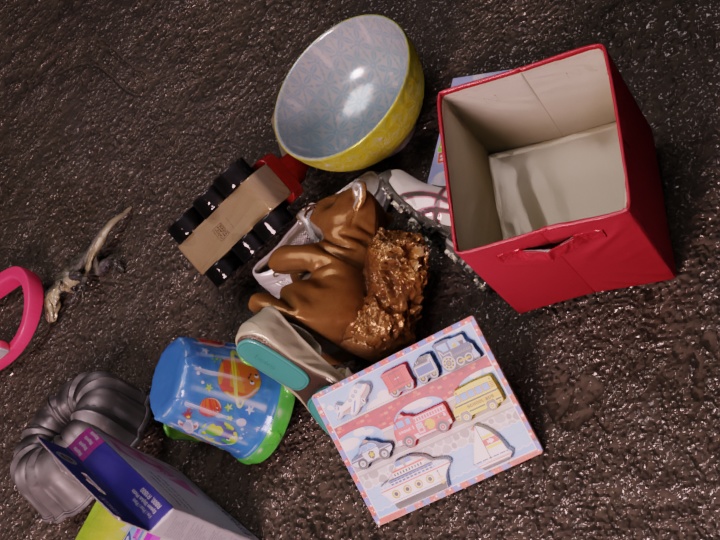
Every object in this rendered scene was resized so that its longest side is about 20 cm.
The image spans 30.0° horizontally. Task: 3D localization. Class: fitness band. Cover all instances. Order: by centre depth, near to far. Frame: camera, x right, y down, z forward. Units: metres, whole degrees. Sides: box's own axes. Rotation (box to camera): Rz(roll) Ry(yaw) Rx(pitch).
[{"bbox_3d":[-0.522,0.075,1.926,0.200,0.037,0.144,-28,49,37],"label":"fitness band"}]

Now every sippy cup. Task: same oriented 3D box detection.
[{"bbox_3d":[-0.159,0.136,1.497,0.178,0.130,0.140,-65,27,13],"label":"sippy cup"}]

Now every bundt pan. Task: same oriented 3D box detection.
[{"bbox_3d":[-0.352,0.205,1.641,0.202,0.076,0.202,-36,28,22],"label":"bundt pan"}]

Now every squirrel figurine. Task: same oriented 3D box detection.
[{"bbox_3d":[0.000,0.000,1.483,0.200,0.142,0.187,8,66,33],"label":"squirrel figurine"}]

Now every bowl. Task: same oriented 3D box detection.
[{"bbox_3d":[0.006,-0.194,1.606,0.200,0.108,0.200,-21,53,30],"label":"bowl"}]

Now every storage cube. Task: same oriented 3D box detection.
[{"bbox_3d":[0.192,-0.083,1.294,0.171,0.180,0.200,-15,63,22],"label":"storage cube"}]

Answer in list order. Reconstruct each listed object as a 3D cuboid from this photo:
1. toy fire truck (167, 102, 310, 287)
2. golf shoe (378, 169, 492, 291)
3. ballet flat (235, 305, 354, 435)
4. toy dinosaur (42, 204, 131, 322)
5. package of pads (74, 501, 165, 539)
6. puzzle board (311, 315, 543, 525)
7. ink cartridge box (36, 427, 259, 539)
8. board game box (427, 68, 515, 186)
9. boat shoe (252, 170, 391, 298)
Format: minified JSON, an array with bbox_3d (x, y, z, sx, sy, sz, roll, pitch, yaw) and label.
[{"bbox_3d":[-0.130,-0.104,1.655,0.176,0.129,0.200,-40,2,43],"label":"toy fire truck"},{"bbox_3d":[0.103,-0.062,1.468,0.088,0.077,0.200,-47,57,-1],"label":"golf shoe"},{"bbox_3d":[-0.044,0.112,1.421,0.069,0.200,0.069,-43,14,14],"label":"ballet flat"},{"bbox_3d":[-0.376,-0.004,1.860,0.200,0.047,0.088,-49,37,0],"label":"toy dinosaur"},{"bbox_3d":[-0.282,0.366,1.531,0.154,0.068,0.200,16,75,44],"label":"package of pads"},{"bbox_3d":[0.063,0.153,1.342,0.200,0.017,0.151,-28,87,24],"label":"puzzle board"},{"bbox_3d":[-0.229,0.241,1.468,0.196,0.200,0.043,30,85,46],"label":"ink cartridge box"},{"bbox_3d":[0.176,-0.154,1.489,0.200,0.037,0.152,-4,63,40],"label":"board game box"},{"bbox_3d":[-0.046,-0.048,1.586,0.200,0.069,0.071,-47,41,6],"label":"boat shoe"}]
